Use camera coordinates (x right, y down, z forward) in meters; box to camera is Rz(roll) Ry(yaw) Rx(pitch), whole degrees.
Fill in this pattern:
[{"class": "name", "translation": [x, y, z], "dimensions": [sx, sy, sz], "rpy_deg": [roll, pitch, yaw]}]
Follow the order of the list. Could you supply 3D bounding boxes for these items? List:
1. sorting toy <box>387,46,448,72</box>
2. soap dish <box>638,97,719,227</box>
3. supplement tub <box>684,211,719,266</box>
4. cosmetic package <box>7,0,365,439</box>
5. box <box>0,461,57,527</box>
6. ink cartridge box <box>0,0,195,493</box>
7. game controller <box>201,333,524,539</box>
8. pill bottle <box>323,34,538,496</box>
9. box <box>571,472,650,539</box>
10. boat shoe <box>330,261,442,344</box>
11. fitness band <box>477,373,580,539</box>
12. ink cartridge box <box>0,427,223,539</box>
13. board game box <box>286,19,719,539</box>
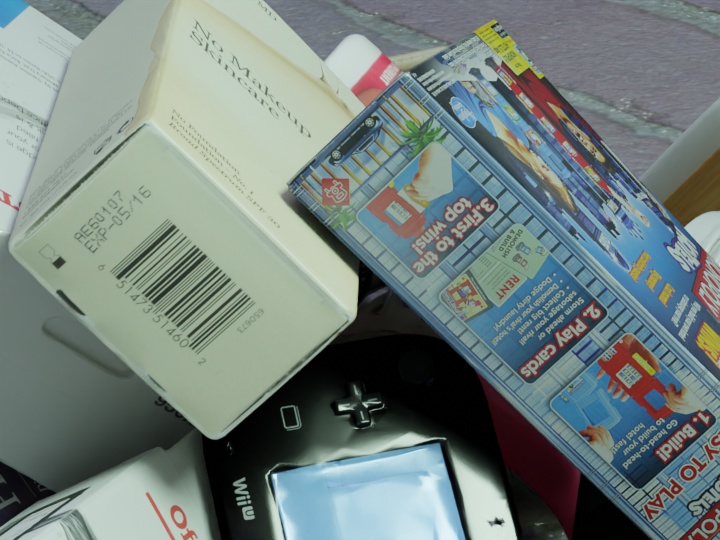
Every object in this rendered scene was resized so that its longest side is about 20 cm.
[{"class": "sorting toy", "translation": [-0.055, -0.048, 1.496], "dimensions": [0.199, 0.185, 0.037], "rpy_deg": [-9, 62, -25]}, {"class": "soap dish", "translation": [0.200, -0.022, 1.379], "dimensions": [0.157, 0.082, 0.200], "rpy_deg": [-13, -20, -31]}, {"class": "supplement tub", "translation": [0.224, 0.051, 1.201], "dimensions": [0.199, 0.145, 0.144], "rpy_deg": [10, 23, 32]}, {"class": "cosmetic package", "translation": [-0.057, -0.034, 1.069], "dimensions": [0.073, 0.104, 0.200], "rpy_deg": [-41, 18, 18]}, {"class": "box", "translation": [-0.224, 0.057, 1.121], "dimensions": [0.141, 0.079, 0.200], "rpy_deg": [-29, 69, -29]}, {"class": "ink cartridge box", "translation": [-0.134, -0.021, 1.119], "dimensions": [0.144, 0.084, 0.200], "rpy_deg": [33, 21, -36]}, {"class": "game controller", "translation": [0.010, 0.118, 1.026], "dimensions": [0.104, 0.042, 0.201], "rpy_deg": [-6, 64, -18]}, {"class": "pill bottle", "translation": [0.032, 0.002, 1.286], "dimensions": [0.200, 0.111, 0.111], "rpy_deg": [43, 23, -4]}, {"class": "box", "translation": [0.167, 0.093, 1.060], "dimensions": [0.199, 0.046, 0.159], "rpy_deg": [-26, 25, 24]}, {"class": "boat shoe", "translation": [0.000, 0.000, 1.194], "dimensions": [0.199, 0.071, 0.070], "rpy_deg": [-3, 5, 6]}, {"class": "fitness band", "translation": [0.020, 0.090, 1.163], "dimensions": [0.199, 0.038, 0.144], "rpy_deg": [6, 36, -35]}, {"class": "ink cartridge box", "translation": [-0.092, 0.140, 1.009], "dimensions": [0.068, 0.116, 0.200], "rpy_deg": [-24, 6, 32]}, {"class": "board game box", "translation": [0.080, 0.009, 1.083], "dimensions": [0.062, 0.200, 0.200], "rpy_deg": [-42, -1, 15]}]
